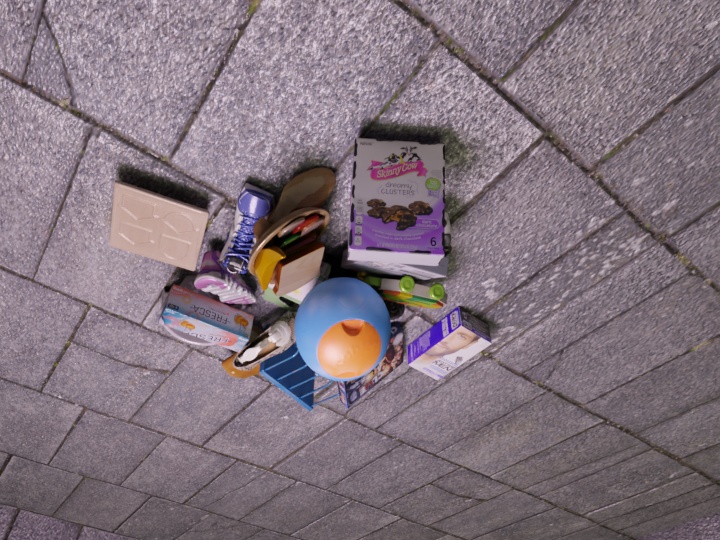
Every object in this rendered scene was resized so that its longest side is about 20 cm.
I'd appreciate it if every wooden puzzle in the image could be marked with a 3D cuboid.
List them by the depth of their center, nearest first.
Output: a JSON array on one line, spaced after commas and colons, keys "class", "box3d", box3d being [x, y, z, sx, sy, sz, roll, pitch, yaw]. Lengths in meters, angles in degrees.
[{"class": "wooden puzzle", "box3d": [-0.412, -0.094, 1.098, 0.180, 0.047, 0.201, 18, 137, -14]}]

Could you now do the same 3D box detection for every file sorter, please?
[{"class": "file sorter", "box3d": [-0.139, 0.224, 1.337, 0.121, 0.141, 0.200, -27, 129, 21]}]

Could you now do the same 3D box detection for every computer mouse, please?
[{"class": "computer mouse", "box3d": [0.000, 0.000, 1.189, 0.194, 0.035, 0.059, 9, 144, -17]}]

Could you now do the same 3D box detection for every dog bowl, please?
[{"class": "dog bowl", "box3d": [-0.385, 0.103, 1.280, 0.193, 0.060, 0.204, 1, 134, 1]}]

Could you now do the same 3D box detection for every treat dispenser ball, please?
[{"class": "treat dispenser ball", "box3d": [-0.036, 0.117, 1.079, 0.194, 0.205, 0.204, 1, 136, 1]}]

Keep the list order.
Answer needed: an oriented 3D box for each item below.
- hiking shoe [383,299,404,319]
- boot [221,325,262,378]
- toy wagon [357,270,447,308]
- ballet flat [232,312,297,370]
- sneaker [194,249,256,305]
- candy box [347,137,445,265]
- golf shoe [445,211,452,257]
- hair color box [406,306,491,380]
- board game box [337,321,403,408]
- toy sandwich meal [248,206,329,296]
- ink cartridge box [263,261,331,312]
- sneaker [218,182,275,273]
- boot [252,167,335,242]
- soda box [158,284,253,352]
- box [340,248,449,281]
[{"class": "hiking shoe", "box3d": [0.004, 0.080, 1.242, 0.194, 0.078, 0.101, 7, 165, -11]}, {"class": "boot", "box3d": [-0.298, 0.216, 1.362, 0.140, 0.072, 0.202, -19, 138, 14]}, {"class": "toy wagon", "box3d": [0.083, 0.042, 1.135, 0.194, 0.041, 0.155, 13, 169, -14]}, {"class": "ballet flat", "box3d": [-0.213, 0.169, 1.231, 0.198, 0.069, 0.075, -35, 172, 8]}, {"class": "sneaker", "box3d": [-0.291, 0.016, 1.181, 0.078, 0.091, 0.201, -11, 156, 12]}, {"class": "candy box", "box3d": [0.063, -0.120, 0.939, 0.162, 0.207, 0.072, 3, 166, -1]}, {"class": "golf shoe", "box3d": [0.097, -0.078, 1.083, 0.195, 0.098, 0.077, 3, 171, 32]}, {"class": "hair color box", "box3d": [0.218, 0.187, 1.339, 0.108, 0.066, 0.200, 28, 128, -23]}, {"class": "board game box", "box3d": [0.027, 0.235, 1.324, 0.198, 0.034, 0.138, -35, 142, -25]}, {"class": "toy sandwich meal", "box3d": [-0.123, -0.032, 1.000, 0.203, 0.071, 0.206, -36, 166, -10]}, {"class": "ink cartridge box", "box3d": [-0.153, 0.040, 1.189, 0.142, 0.048, 0.203, 23, 133, 4]}, {"class": "sneaker", "box3d": [-0.229, -0.061, 1.070, 0.078, 0.117, 0.201, 17, 133, -17]}, {"class": "boot", "box3d": [-0.125, -0.107, 1.055, 0.200, 0.071, 0.144, -41, 167, -8]}, {"class": "soda box", "box3d": [-0.340, 0.109, 1.190, 0.196, 0.070, 0.064, 25, 134, -22]}, {"class": "box", "box3d": [0.063, -0.015, 1.075, 0.152, 0.043, 0.199, 15, 169, -19]}]
